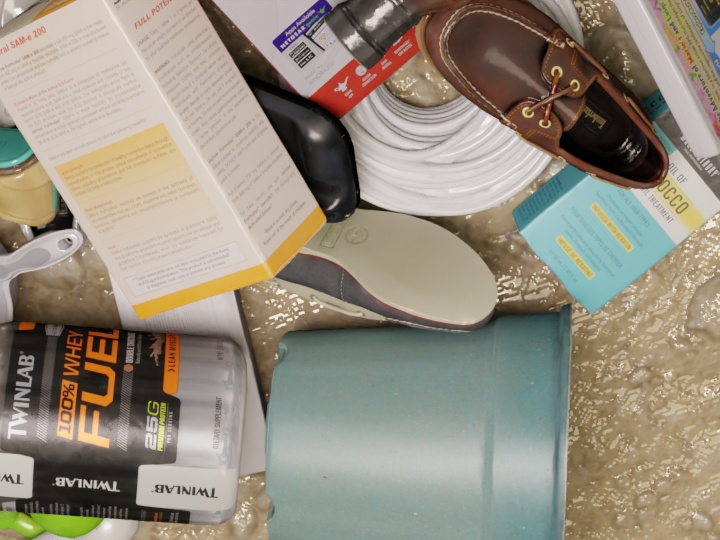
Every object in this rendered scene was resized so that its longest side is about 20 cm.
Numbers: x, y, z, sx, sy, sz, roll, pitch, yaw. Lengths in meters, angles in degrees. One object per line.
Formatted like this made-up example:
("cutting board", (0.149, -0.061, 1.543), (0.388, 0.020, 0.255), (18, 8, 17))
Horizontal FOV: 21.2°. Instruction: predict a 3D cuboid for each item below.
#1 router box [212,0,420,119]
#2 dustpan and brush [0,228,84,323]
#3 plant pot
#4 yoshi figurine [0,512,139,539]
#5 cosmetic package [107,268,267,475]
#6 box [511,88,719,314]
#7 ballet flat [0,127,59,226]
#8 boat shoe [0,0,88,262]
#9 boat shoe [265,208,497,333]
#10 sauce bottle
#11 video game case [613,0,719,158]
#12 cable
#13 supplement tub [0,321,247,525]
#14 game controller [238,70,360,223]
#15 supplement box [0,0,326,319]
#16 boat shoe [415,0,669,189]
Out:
("router box", (-0.003, -0.214, 1.138), (0.200, 0.049, 0.179), (-40, 123, 9))
("dustpan and brush", (-0.255, 0.003, 1.266), (0.199, 0.057, 0.140), (-23, 111, 22))
("plant pot", (0.041, 0.119, 1.286), (0.194, 0.200, 0.202), (2, 109, 5))
("yoshi figurine", (-0.221, 0.194, 1.338), (0.112, 0.112, 0.201), (33, 101, -6))
("cosmetic package", (-0.118, 0.046, 1.319), (0.082, 0.051, 0.202), (-12, 109, -1))
("box", (0.204, -0.067, 1.296), (0.200, 0.049, 0.082), (-40, 106, 11))
("ballet flat", (-0.278, -0.066, 1.239), (0.199, 0.069, 0.063), (15, 138, 29))
("boat shoe", (-0.210, -0.103, 1.257), (0.071, 0.066, 0.202), (-1, 109, -2))
("boat shoe", (0.000, 0.000, 1.269), (0.199, 0.071, 0.063), (20, 143, 20))
("sauce bottle", (0.065, -0.196, 1.101), (0.200, 0.066, 0.066), (-42, 105, 8))
("video game case", (0.218, -0.202, 1.205), (0.182, 0.024, 0.201), (-43, 111, -34))
("cable", (0.045, -0.137, 1.256), (0.198, 0.069, 0.202), (-2, 109, -4))
("supplement tub", (-0.176, 0.098, 1.241), (0.198, 0.123, 0.124), (4, 109, -7))
("game controller", (-0.090, -0.095, 1.222), (0.199, 0.042, 0.105), (23, 142, 20))
("supplement box", (-0.127, -0.082, 1.167), (0.125, 0.074, 0.201), (-16, 112, 41))
("boat shoe", (0.119, -0.111, 1.183), (0.199, 0.070, 0.071), (25, 107, -38))
